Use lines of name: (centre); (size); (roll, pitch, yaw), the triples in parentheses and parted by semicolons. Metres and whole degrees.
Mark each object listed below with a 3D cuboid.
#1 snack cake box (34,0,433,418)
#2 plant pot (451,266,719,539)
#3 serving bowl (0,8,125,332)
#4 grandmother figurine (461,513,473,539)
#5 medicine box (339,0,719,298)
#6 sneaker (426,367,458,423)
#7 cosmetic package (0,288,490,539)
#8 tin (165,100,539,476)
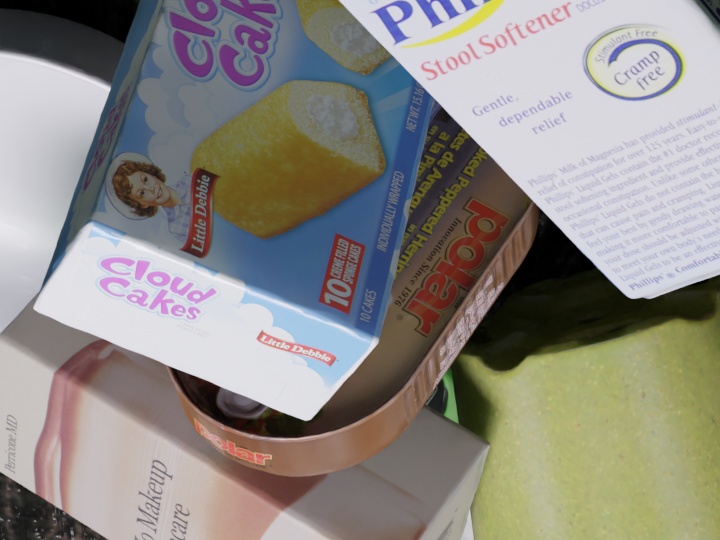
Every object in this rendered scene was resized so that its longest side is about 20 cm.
snack cake box: (-0.039, -0.056, 0.958); (0.115, 0.201, 0.067); (23, 142, -13)
plant pot: (0.124, 0.099, 1.104); (0.200, 0.200, 0.185); (-9, 103, 24)
serving bowl: (-0.146, -0.048, 1.113); (0.199, 0.066, 0.200); (7, 139, 7)
grandmother figurine: (-0.016, 0.123, 1.283); (0.199, 0.061, 0.121); (-8, 144, 27)
medicine box: (0.090, -0.127, 0.868); (0.103, 0.183, 0.200); (-23, 128, 34)
sneaker: (-0.047, 0.046, 1.203); (0.199, 0.077, 0.084); (-1, 121, 11)
cosmetic package: (-0.056, 0.080, 1.067); (0.200, 0.087, 0.104); (29, 143, 15)
tin: (0.000, 0.000, 1.030); (0.112, 0.200, 0.042); (22, 149, 26)
